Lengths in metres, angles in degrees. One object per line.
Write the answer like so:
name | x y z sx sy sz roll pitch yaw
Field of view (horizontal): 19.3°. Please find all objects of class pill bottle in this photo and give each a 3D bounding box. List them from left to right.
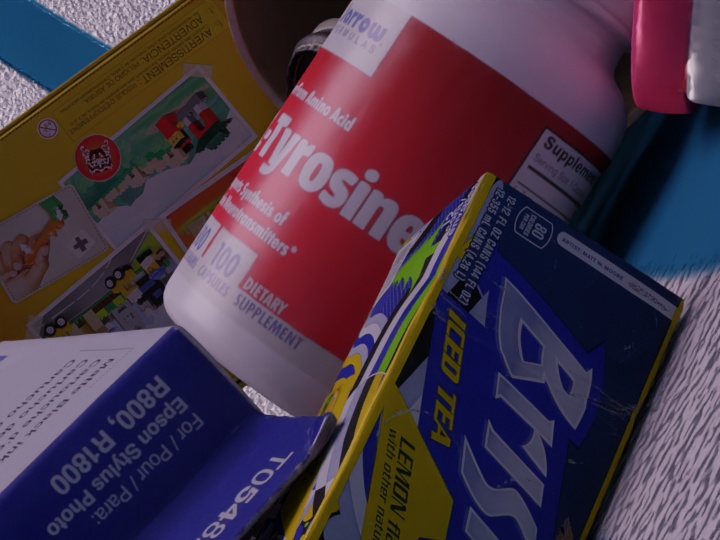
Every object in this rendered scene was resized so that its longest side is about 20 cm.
pill bottle | 0.025 -0.040 0.775 0.201 0.112 0.112 -57 2 2

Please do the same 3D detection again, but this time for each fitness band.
fitness band | 0.113 -0.138 0.663 0.201 0.037 0.144 87 -165 -50

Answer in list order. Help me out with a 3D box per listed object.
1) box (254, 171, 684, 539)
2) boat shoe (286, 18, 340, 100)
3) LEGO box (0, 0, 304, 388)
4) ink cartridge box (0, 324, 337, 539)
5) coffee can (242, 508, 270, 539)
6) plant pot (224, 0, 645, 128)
box | 0.010 0.078 0.548 0.201 0.070 0.064 -63 11 -27
boat shoe | 0.000 0.000 0.860 0.067 0.071 0.201 -29 -61 -47
LEGO box | -0.089 -0.017 0.930 0.200 0.149 0.077 -38 5 -17
ink cartridge box | -0.123 0.093 0.580 0.200 0.041 0.200 -46 18 -24
coffee can | -0.082 0.174 0.613 0.147 0.146 0.200 -61 3 33
plant pot | 0.047 -0.174 0.911 0.201 0.186 0.188 -82 16 -46
